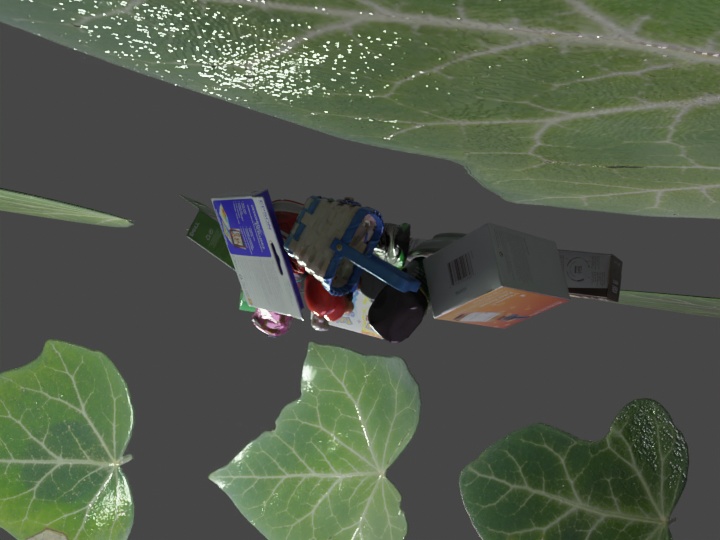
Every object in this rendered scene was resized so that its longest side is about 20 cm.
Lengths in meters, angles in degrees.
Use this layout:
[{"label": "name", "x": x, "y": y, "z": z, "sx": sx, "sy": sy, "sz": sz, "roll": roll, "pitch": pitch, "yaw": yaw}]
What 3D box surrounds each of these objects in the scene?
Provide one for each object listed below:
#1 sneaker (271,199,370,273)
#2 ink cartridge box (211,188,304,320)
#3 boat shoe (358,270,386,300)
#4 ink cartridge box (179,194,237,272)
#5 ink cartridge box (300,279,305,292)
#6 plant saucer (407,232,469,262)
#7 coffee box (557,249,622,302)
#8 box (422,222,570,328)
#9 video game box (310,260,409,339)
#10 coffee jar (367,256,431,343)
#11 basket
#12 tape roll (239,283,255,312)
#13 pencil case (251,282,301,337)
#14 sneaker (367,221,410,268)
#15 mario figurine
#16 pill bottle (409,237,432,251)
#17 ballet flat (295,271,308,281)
[{"label": "sneaker", "x": -0.072, "y": -0.043, "z": 1.263, "sx": 0.194, "sy": 0.119, "sz": 0.078, "roll": 9, "pitch": 161, "yaw": -18}, {"label": "ink cartridge box", "x": -0.154, "y": -0.029, "z": 1.181, "sx": 0.043, "sy": 0.203, "sz": 0.198, "roll": -25, "pitch": -162, "yaw": -29}, {"label": "boat shoe", "x": -0.001, "y": 0.001, "z": 1.408, "sx": 0.196, "sy": 0.076, "sz": 0.065, "roll": 16, "pitch": -161, "yaw": -8}, {"label": "ink cartridge box", "x": -0.265, "y": -0.063, "z": 1.422, "sx": 0.197, "sy": 0.060, "sz": 0.104, "roll": 34, "pitch": -175, "yaw": 13}, {"label": "ink cartridge box", "x": -0.148, "y": -0.033, "z": 1.585, "sx": 0.081, "sy": 0.151, "sz": 0.200, "roll": 9, "pitch": 177, "yaw": -11}, {"label": "plant saucer", "x": 0.186, "y": -0.034, "z": 1.396, "sx": 0.194, "sy": 0.052, "sz": 0.200, "roll": 8, "pitch": 171, "yaw": 1}, {"label": "coffee box", "x": 0.388, "y": 0.006, "z": 1.413, "sx": 0.195, "sy": 0.082, "sz": 0.113, "roll": 7, "pitch": 178, "yaw": 31}, {"label": "box", "x": 0.228, "y": 0.015, "z": 1.235, "sx": 0.196, "sy": 0.109, "sz": 0.151, "roll": 10, "pitch": 151, "yaw": -41}, {"label": "video game box", "x": -0.004, "y": 0.040, "z": 1.500, "sx": 0.194, "sy": 0.186, "sz": 0.047, "roll": 13, "pitch": -143, "yaw": 13}, {"label": "coffee jar", "x": 0.081, "y": 0.049, "z": 1.277, "sx": 0.085, "sy": 0.105, "sz": 0.200, "roll": 40, "pitch": -158, "yaw": 4}, {"label": "basket", "x": -0.004, "y": -0.024, "z": 1.103, "sx": 0.198, "sy": 0.141, "sz": 0.176, "roll": 34, "pitch": -177, "yaw": 10}, {"label": "tape roll", "x": -0.224, "y": -0.015, "z": 1.590, "sx": 0.047, "sy": 0.207, "sz": 0.200, "roll": 8, "pitch": 178, "yaw": -11}, {"label": "pencil case", "x": -0.160, "y": 0.040, "z": 1.424, "sx": 0.081, "sy": 0.087, "sz": 0.203, "roll": 24, "pitch": 137, "yaw": 6}, {"label": "sneaker", "x": 0.034, "y": -0.050, "z": 1.349, "sx": 0.083, "sy": 0.081, "sz": 0.199, "roll": 9, "pitch": 178, "yaw": -19}, {"label": "mario figurine", "x": -0.023, "y": 0.035, "z": 1.258, "sx": 0.103, "sy": 0.127, "sz": 0.200, "roll": 7, "pitch": -159, "yaw": 20}, {"label": "pill bottle", "x": 0.134, "y": -0.009, "z": 1.572, "sx": 0.194, "sy": 0.116, "sz": 0.112, "roll": 7, "pitch": 178, "yaw": 20}, {"label": "ballet flat", "x": -0.104, "y": -0.062, "z": 1.357, "sx": 0.066, "sy": 0.070, "sz": 0.202, "roll": 13, "pitch": -145, "yaw": -13}]
